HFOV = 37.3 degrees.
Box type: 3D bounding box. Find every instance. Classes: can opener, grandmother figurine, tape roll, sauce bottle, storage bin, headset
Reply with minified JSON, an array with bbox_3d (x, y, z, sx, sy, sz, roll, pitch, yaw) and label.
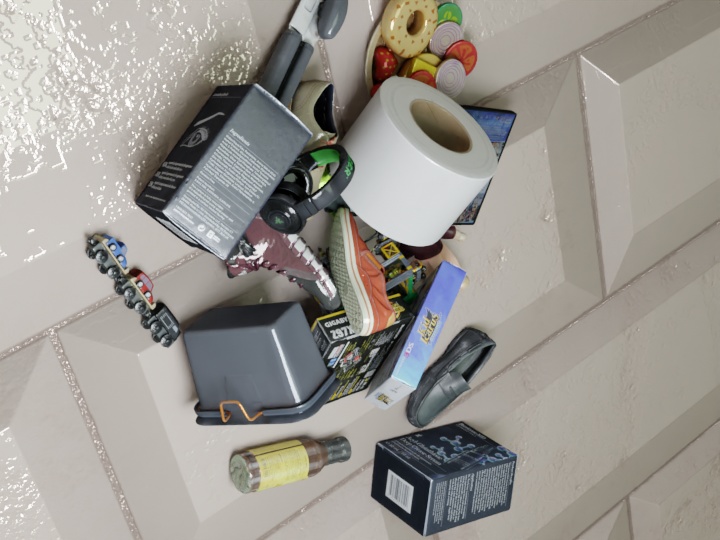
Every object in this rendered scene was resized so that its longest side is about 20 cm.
[{"bbox_3d":[-0.078,-0.298,1.438,0.053,0.067,0.201,34,74,-42],"label":"can opener"},{"bbox_3d":[0.109,-0.032,1.673,0.121,0.061,0.200,-32,136,7],"label":"grandmother figurine"},{"bbox_3d":[0.075,-0.154,1.505,0.202,0.204,0.139,7,136,-40],"label":"tape roll"},{"bbox_3d":[-0.102,0.294,1.644,0.199,0.065,0.065,-6,110,-36],"label":"sauce bottle"},{"bbox_3d":[-0.151,0.126,1.457,0.146,0.199,0.135,-45,123,-54],"label":"storage bin"},{"bbox_3d":[-0.091,-0.088,1.397,0.199,0.124,0.094,-25,122,16],"label":"headset"}]

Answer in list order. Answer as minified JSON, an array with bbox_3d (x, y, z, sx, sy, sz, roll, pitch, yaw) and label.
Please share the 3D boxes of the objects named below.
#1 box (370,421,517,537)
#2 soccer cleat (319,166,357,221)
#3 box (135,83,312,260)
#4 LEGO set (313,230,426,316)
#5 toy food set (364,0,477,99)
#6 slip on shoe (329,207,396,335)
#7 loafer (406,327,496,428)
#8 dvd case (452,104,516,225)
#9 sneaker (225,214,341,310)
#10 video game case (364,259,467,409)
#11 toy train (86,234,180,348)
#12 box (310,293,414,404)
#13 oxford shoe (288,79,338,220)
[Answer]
[{"bbox_3d":[0.142,0.348,1.805,0.199,0.148,0.108,-7,111,-37],"label":"box"},{"bbox_3d":[-0.007,-0.111,1.581,0.199,0.068,0.081,6,122,-40],"label":"soccer cleat"},{"bbox_3d":[-0.176,-0.130,1.362,0.104,0.148,0.201,39,81,-25],"label":"box"},{"bbox_3d":[-0.012,0.014,1.606,0.199,0.116,0.154,-33,155,-7],"label":"LEGO set"},{"bbox_3d":[0.090,-0.308,1.588,0.197,0.049,0.202,14,96,-41],"label":"toy food set"},{"bbox_3d":[0.000,0.000,1.499,0.061,0.201,0.074,-4,147,-24],"label":"slip on shoe"},{"bbox_3d":[0.153,0.184,1.805,0.201,0.070,0.068,-51,129,-12],"label":"loafer"},{"bbox_3d":[0.164,-0.163,1.686,0.142,0.018,0.201,-3,121,-44],"label":"dvd case"},{"bbox_3d":[-0.123,-0.004,1.490,0.115,0.076,0.201,-37,91,-8],"label":"sneaker"},{"bbox_3d":[0.083,0.103,1.628,0.045,0.181,0.201,27,70,-2],"label":"video game case"},{"bbox_3d":[-0.296,0.024,1.411,0.046,0.034,0.201,-46,129,-20],"label":"toy train"},{"bbox_3d":[-0.026,0.128,1.585,0.159,0.049,0.201,-14,149,-35],"label":"box"},{"bbox_3d":[-0.070,-0.164,1.460,0.070,0.074,0.202,0,90,-54],"label":"oxford shoe"}]
